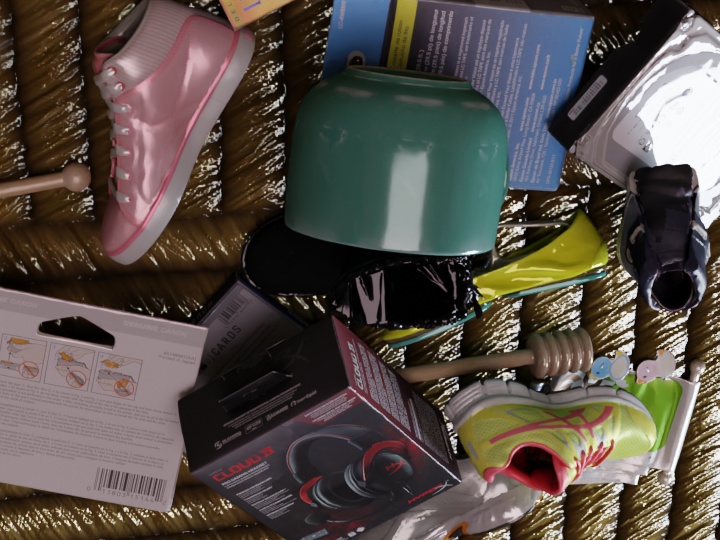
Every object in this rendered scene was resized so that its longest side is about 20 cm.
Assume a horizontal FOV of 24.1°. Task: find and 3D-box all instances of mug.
[{"bbox_3d":[0.029,-0.084,1.194,0.152,0.185,0.115,8,101,6],"label":"mug"}]

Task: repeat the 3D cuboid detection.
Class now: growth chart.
[{"bbox_3d":[0.201,0.136,1.478,0.199,0.018,0.145,-3,116,-12],"label":"growth chart"}]

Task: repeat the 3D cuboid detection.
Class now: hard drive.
[{"bbox_3d":[0.251,-0.115,1.309,0.140,0.038,0.200,-49,138,13],"label":"hard drive"}]

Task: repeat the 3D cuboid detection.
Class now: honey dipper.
[{"bbox_3d":[0.093,0.078,1.393,0.199,0.038,0.038,-7,118,-16],"label":"honey dipper"},{"bbox_3d":[-0.300,-0.052,1.261,0.199,0.038,0.038,-10,118,-10],"label":"honey dipper"}]

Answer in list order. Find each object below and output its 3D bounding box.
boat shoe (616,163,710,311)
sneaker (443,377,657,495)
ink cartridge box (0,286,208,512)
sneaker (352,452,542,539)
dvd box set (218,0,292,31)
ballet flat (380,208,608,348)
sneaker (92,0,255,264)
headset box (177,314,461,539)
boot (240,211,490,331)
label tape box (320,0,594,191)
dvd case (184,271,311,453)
[{"bbox_3d":[0.237,-0.001,1.324,0.074,0.093,0.200,-4,156,12],"label":"boat shoe"},{"bbox_3d":[0.164,0.148,1.396,0.200,0.090,0.078,5,139,-27],"label":"sneaker"},{"bbox_3d":[-0.231,0.092,1.327,0.199,0.045,0.177,12,115,-8],"label":"ink cartridge box"},{"bbox_3d":[0.051,0.195,1.456,0.200,0.076,0.092,-25,92,11],"label":"sneaker"},{"bbox_3d":[-0.034,-0.278,1.189,0.200,0.029,0.147,-27,104,2],"label":"dvd box set"},{"bbox_3d":[0.103,0.001,1.369,0.200,0.067,0.067,-19,98,-6],"label":"ballet flat"},{"bbox_3d":[-0.167,-0.109,1.238,0.104,0.075,0.201,24,102,-27],"label":"sneaker"},{"bbox_3d":[-0.036,0.129,1.316,0.148,0.075,0.200,-29,138,15],"label":"headset box"},{"bbox_3d":[0.000,0.001,1.264,0.198,0.163,0.074,-5,107,5],"label":"boot"},{"bbox_3d":[0.063,-0.143,1.280,0.199,0.066,0.144,4,115,-12],"label":"label tape box"},{"bbox_3d":[-0.077,0.111,1.400,0.200,0.025,0.150,38,104,-25],"label":"dvd case"}]
